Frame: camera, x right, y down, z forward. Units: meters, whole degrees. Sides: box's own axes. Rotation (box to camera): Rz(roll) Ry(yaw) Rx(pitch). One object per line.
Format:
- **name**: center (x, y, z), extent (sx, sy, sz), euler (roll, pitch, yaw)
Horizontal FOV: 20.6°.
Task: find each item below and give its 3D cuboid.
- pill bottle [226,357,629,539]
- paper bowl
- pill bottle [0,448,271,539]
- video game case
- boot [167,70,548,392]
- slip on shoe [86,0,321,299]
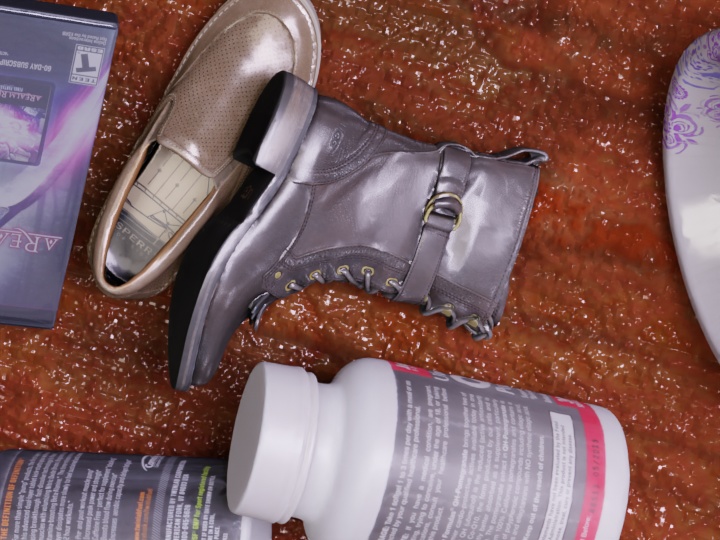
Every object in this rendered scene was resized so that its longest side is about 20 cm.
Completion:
- **pill bottle**: center (0.034, 0.109, 1.061), extent (0.199, 0.111, 0.111), euler (12, 99, -13)
- **paper bowl**: center (0.237, -0.031, 1.001), extent (0.104, 0.201, 0.202), euler (-11, 97, -12)
- **pill bottle**: center (-0.154, 0.155, 1.113), extent (0.199, 0.106, 0.107), euler (3, 98, 6)
- **video game case**: center (-0.220, -0.059, 1.075), extent (0.142, 0.019, 0.201), euler (7, 122, -17)
- **boot**: center (0.000, 0.000, 1.080), extent (0.174, 0.069, 0.201), euler (23, 99, -18)
- **slip on shoe**: center (-0.089, -0.070, 1.098), extent (0.076, 0.061, 0.200), euler (37, 100, 0)
